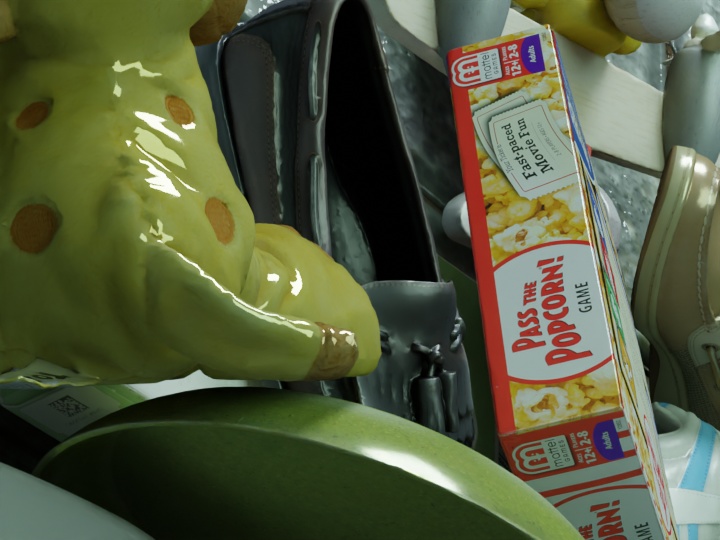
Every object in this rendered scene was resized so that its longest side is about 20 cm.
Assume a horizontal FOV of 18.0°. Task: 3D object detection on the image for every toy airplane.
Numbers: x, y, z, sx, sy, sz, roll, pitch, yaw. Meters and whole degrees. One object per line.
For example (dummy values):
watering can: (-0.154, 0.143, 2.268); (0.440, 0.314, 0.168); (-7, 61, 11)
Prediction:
toy airplane: (0.095, -0.093, 1.029); (0.199, 0.141, 0.200); (56, 33, -8)

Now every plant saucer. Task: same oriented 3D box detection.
plant saucer: (-0.005, 0.091, 0.702); (0.200, 0.200, 0.031); (40, 54, -28)

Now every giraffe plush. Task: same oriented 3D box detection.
giraffe plush: (-0.078, -0.051, 0.599); (0.200, 0.172, 0.163); (155, -66, -85)

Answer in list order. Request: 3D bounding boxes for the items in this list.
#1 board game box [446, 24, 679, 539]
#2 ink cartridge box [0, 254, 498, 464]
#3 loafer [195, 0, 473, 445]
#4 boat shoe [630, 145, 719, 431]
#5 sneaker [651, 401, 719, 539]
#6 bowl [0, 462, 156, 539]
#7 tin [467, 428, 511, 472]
board game box: (0.081, 0.028, 0.873); (0.200, 0.046, 0.152); (-95, 168, -45)
ink cartridge box: (-0.030, 0.025, 0.799); (0.200, 0.048, 0.146); (37, 41, -36)
loafer: (0.000, 0.000, 0.759); (0.072, 0.063, 0.200); (-2, 69, -53)
boat shoe: (0.163, 0.013, 1.020); (0.200, 0.064, 0.071); (70, 35, -58)
sneaker: (0.109, 0.124, 0.958); (0.081, 0.077, 0.200); (42, 34, 9)
bowl: (-0.127, 0.148, 0.614); (0.200, 0.075, 0.200); (26, 46, -39)
tin: (0.028, 0.084, 0.903); (0.112, 0.042, 0.200); (48, 35, -11)
